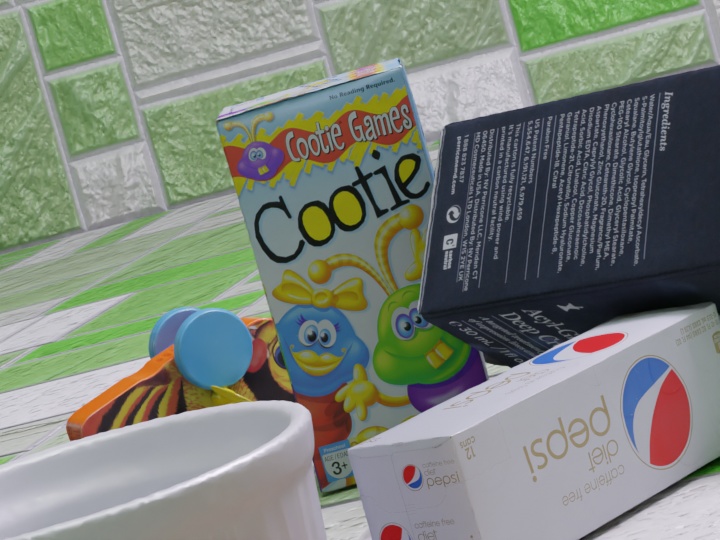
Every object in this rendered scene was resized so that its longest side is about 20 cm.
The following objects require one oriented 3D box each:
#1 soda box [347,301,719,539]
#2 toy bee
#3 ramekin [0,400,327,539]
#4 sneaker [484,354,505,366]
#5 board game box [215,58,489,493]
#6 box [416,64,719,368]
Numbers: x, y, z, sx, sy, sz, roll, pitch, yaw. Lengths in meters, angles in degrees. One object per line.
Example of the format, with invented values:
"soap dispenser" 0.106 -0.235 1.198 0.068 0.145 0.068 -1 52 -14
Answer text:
"soda box" 0.087 0.075 1.231 0.063 0.069 0.200 -11 8 43
"toy bee" -0.070 0.063 1.664 0.200 0.109 0.131 -40 14 5
"ramekin" -0.103 0.128 1.120 0.199 0.098 0.200 -16 6 2
"sneaker" 0.151 0.006 1.625 0.199 0.076 0.079 -17 9 -8
"board game box" 0.000 0.000 1.487 0.102 0.201 0.105 -15 6 1
"box" 0.153 -0.013 1.368 0.199 0.108 0.148 -11 -28 39
